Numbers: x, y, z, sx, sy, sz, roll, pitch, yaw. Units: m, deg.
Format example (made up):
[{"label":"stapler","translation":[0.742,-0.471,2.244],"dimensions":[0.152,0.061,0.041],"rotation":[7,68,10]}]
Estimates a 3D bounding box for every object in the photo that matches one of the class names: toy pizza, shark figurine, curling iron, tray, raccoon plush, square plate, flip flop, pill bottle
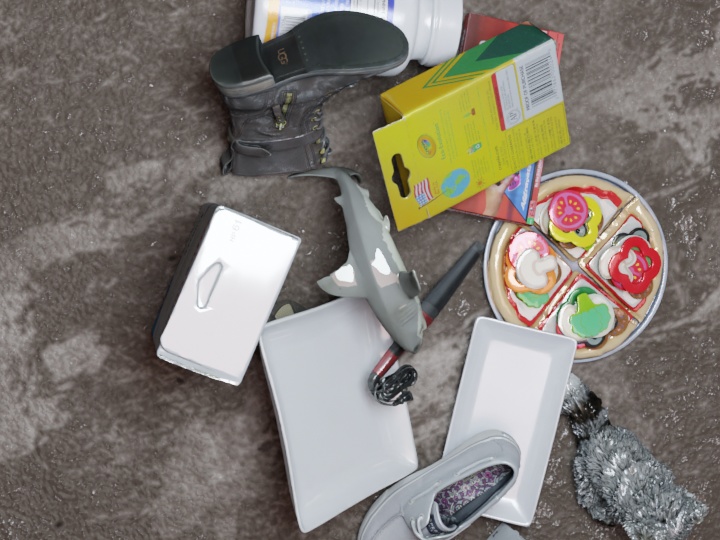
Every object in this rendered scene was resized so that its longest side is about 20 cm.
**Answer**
[{"label":"toy pizza","translation":[0.225,-0.004,1.516],"dimensions":[0.200,0.032,0.201],"rotation":[-1,94,-11]},{"label":"shark figurine","translation":[-0.007,-0.019,1.408],"dimensions":[0.089,0.128,0.215],"rotation":[-24,78,-6]},{"label":"curling iron","translation":[0.068,0.052,1.481],"dimensions":[0.050,0.026,0.200],"rotation":[44,68,-31]},{"label":"tray","translation":[0.146,0.153,1.510],"dimensions":[0.107,0.022,0.200],"rotation":[14,94,-2]},{"label":"raccoon plush","translation":[0.257,0.202,1.483],"dimensions":[0.200,0.134,0.097],"rotation":[44,86,-9]},{"label":"square plate","translation":[-0.024,0.128,1.433],"dimensions":[0.200,0.028,0.199],"rotation":[-19,100,-52]},{"label":"flip flop","translation":[-0.055,0.125,1.465],"dimensions":[0.081,0.057,0.200],"rotation":[-45,119,-46]},{"label":"pill bottle","translation":[-0.008,-0.246,1.423],"dimensions":[0.199,0.112,0.112],"rotation":[3,93,-10]}]

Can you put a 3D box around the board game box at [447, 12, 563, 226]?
[{"label":"board game box","translation":[0.140,-0.152,1.487],"dimensions":[0.103,0.019,0.200],"rotation":[11,83,-9]}]

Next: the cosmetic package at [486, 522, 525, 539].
[{"label":"cosmetic package","translation":[0.201,0.359,1.499],"dimensions":[0.200,0.108,0.085],"rotation":[42,87,-8]}]

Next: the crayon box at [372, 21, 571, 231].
[{"label":"crayon box","translation":[0.099,-0.137,1.407],"dimensions":[0.200,0.051,0.127],"rotation":[-28,132,-14]}]

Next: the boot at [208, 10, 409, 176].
[{"label":"boot","translation":[-0.048,-0.158,1.401],"dimensions":[0.199,0.174,0.069],"rotation":[-9,60,2]}]

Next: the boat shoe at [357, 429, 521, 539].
[{"label":"boat shoe","translation":[0.079,0.239,1.469],"dimensions":[0.200,0.069,0.072],"rotation":[-33,105,11]}]

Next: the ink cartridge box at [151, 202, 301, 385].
[{"label":"ink cartridge box","translation":[-0.129,0.017,1.373],"dimensions":[0.084,0.200,0.145],"rotation":[23,90,-9]}]
